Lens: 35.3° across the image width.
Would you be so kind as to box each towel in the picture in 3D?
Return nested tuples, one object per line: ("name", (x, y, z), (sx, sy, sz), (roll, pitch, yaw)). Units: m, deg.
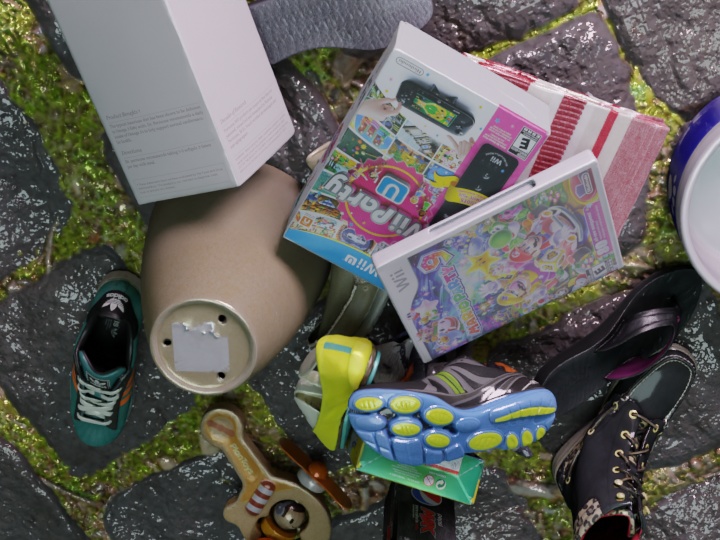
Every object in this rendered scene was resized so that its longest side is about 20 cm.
("towel", (0.148, -0.095, 0.980), (0.198, 0.023, 0.145), (18, 122, -4))

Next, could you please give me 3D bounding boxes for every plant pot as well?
("plant pot", (-0.125, 0.023, 1.029), (0.185, 0.201, 0.190), (1, 116, 3))

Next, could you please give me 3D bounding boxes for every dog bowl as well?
("dog bowl", (0.381, -0.071, 1.021), (0.197, 0.079, 0.203), (1, 116, 3))

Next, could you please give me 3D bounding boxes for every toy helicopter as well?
("toy helicopter", (-0.096, 0.219, 1.190), (0.131, 0.079, 0.201), (-28, 107, 15))

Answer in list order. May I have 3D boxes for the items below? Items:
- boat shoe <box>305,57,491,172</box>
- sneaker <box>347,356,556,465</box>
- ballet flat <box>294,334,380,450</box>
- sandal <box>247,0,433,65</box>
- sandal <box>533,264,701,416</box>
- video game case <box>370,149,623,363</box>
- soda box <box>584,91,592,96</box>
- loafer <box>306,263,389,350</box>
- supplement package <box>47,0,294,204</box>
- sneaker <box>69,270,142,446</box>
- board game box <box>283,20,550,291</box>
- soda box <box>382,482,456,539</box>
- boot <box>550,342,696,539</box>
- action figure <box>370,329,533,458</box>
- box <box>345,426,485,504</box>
("boat shoe", (0.040, -0.132, 1.022), (0.199, 0.071, 0.063), (-35, 106, 22))
("sneaker", (0.077, 0.123, 1.012), (0.197, 0.083, 0.072), (-1, 115, -23))
("ballet flat", (-0.029, 0.112, 1.078), (0.066, 0.067, 0.201), (16, 151, -1))
("sandal", (-0.032, -0.229, 0.996), (0.198, 0.043, 0.077), (-7, 116, 19))
("sandal", (0.257, 0.075, 1.083), (0.200, 0.048, 0.076), (-39, 124, -4))
("video game case", (0.121, -0.007, 0.961), (0.198, 0.018, 0.144), (-26, 137, 3))
("soda box", (0.157, -0.069, 1.044), (0.200, 0.064, 0.068), (-40, 108, 19))
("loafer", (0.000, 0.000, 1.083), (0.069, 0.075, 0.201), (30, 107, -11))
("supplement package", (-0.158, -0.177, 0.968), (0.116, 0.117, 0.202), (-6, 117, 29))
("sneaker", (-0.263, 0.103, 1.140), (0.070, 0.080, 0.202), (13, 115, -3))
("board game box", (0.045, -0.083, 0.951), (0.146, 0.065, 0.201), (27, 123, -10))
("soda box", (0.058, 0.275, 1.135), (0.063, 0.201, 0.072), (15, 116, -3))
("boot", (0.267, 0.183, 1.104), (0.073, 0.154, 0.204), (31, 113, -11))
("action figure", (0.097, 0.104, 1.088), (0.192, 0.106, 0.200), (19, 141, -24))
("box", (0.048, 0.177, 1.108), (0.116, 0.200, 0.049), (18, 86, -4))
